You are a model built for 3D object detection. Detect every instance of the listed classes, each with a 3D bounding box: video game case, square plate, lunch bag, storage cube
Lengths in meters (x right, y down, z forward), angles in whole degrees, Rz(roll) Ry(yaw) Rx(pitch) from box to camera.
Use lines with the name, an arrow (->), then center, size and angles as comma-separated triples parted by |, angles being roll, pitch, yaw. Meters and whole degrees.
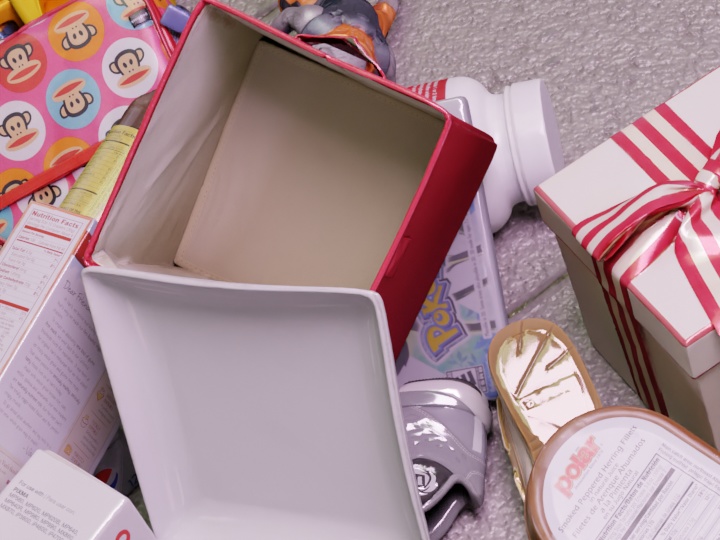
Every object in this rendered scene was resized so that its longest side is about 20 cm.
video game case -> 0.000, 0.000, 1.327 | 0.182, 0.022, 0.201 | -11, 87, 13
square plate -> -0.053, 0.087, 1.143 | 0.200, 0.199, 0.028 | 5, 31, 30
lunch bag -> -0.204, -0.103, 1.492 | 0.200, 0.082, 0.177 | -27, 84, 13
storage cube -> -0.035, -0.045, 1.233 | 0.171, 0.180, 0.200 | 26, 94, 12

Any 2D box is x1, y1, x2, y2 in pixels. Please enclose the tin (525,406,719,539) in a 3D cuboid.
tin -> 0.186, 0.157, 1.137 | 0.200, 0.042, 0.112 | 34, 70, 16

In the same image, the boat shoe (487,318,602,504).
boat shoe -> 0.133, 0.128, 1.216 | 0.074, 0.069, 0.200 | -17, 69, -2

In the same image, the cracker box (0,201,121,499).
cracker box -> -0.206, 0.076, 1.255 | 0.058, 0.134, 0.200 | 16, 66, 29

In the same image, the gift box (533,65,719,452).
gift box -> 0.238, -0.002, 1.203 | 0.184, 0.187, 0.200 | -37, 48, -10

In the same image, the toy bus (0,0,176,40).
toy bus -> -0.238, -0.191, 1.599 | 0.200, 0.136, 0.192 | -22, 63, 6

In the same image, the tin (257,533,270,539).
tin -> -0.017, 0.225, 1.159 | 0.112, 0.042, 0.200 | -15, 50, 12

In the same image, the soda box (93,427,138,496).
soda box -> -0.242, 0.104, 1.384 | 0.200, 0.064, 0.068 | 28, 66, 36

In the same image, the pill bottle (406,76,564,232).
pill bottle -> 0.037, -0.071, 1.388 | 0.199, 0.112, 0.112 | -11, 49, 13

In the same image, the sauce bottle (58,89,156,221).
sauce bottle -> -0.150, -0.075, 1.391 | 0.065, 0.065, 0.200 | 19, 66, 33

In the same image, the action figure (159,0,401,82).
action figure -> -0.039, -0.189, 1.474 | 0.105, 0.200, 0.194 | -57, 21, 28

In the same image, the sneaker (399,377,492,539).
sneaker -> -0.014, 0.135, 1.265 | 0.199, 0.075, 0.116 | -10, 52, 12

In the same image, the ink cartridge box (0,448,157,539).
ink cartridge box -> -0.201, 0.231, 1.207 | 0.084, 0.144, 0.200 | 22, 63, 33
